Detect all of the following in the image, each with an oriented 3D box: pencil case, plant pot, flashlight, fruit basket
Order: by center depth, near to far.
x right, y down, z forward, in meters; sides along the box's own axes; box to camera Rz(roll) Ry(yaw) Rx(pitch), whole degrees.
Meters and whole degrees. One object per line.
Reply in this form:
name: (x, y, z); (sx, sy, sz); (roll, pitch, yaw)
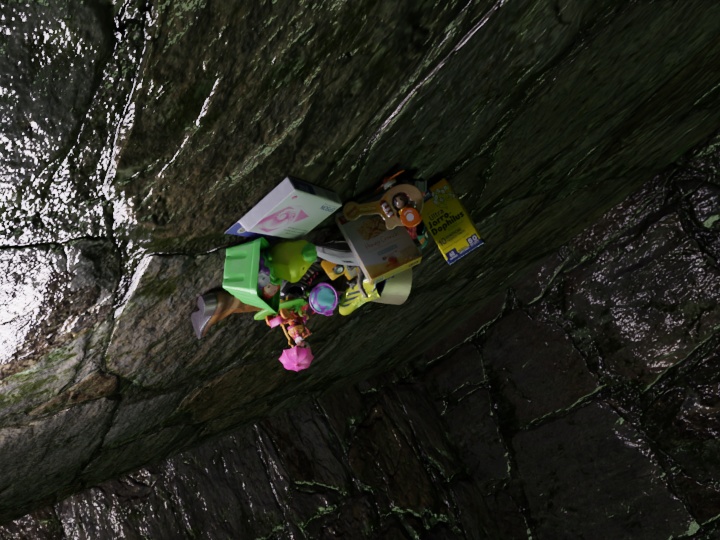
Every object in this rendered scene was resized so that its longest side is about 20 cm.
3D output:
fruit basket: (-0.198, 0.005, 1.404); (0.211, 0.159, 0.216); (3, 165, 1)
flashlight: (0.132, -0.127, 1.505); (0.067, 0.204, 0.068); (3, -166, 15)
pencil case: (-0.103, 0.083, 1.732); (0.083, 0.094, 0.200); (-14, 177, -2)
plant pot: (0.024, 0.011, 1.776); (0.196, 0.190, 0.188); (-3, 153, -25)

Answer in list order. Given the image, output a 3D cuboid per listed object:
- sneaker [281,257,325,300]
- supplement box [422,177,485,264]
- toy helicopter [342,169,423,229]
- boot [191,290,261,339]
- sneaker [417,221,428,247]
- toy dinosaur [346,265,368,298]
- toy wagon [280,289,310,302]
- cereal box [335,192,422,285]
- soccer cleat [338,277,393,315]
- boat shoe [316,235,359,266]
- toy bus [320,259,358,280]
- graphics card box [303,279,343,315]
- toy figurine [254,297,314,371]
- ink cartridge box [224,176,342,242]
sneaker: (-0.157, 0.029, 1.651); (0.197, 0.088, 0.074); (-17, 160, -34)
supplement box: (0.238, -0.129, 1.617); (0.108, 0.202, 0.109); (-32, 172, 14)
toy helicopter: (0.052, -0.163, 1.438); (0.196, 0.135, 0.079); (-7, -175, 11)
boot: (-0.343, 0.104, 1.609); (0.197, 0.069, 0.190); (-11, 143, -34)
sneaker: (0.171, -0.112, 1.802); (0.080, 0.072, 0.199); (-40, 164, 21)
toy dinosaur: (0.000, 0.000, 1.561); (0.087, 0.203, 0.047); (-26, 128, 38)
toy wagon: (-0.219, 0.087, 1.758); (0.152, 0.040, 0.200); (-21, 168, 2)
cereal box: (0.042, -0.080, 1.472); (0.142, 0.202, 0.040); (-24, 158, -14)
soccer cleat: (0.013, 0.060, 1.663); (0.201, 0.084, 0.064); (-49, 157, 19)
boat shoe: (-0.039, -0.054, 1.552); (0.197, 0.065, 0.071); (9, 163, 36)
toy bus: (-0.009, -0.044, 1.656); (0.199, 0.065, 0.079); (-37, 137, -6)
graphics card box: (-0.114, 0.081, 1.929); (0.197, 0.051, 0.126); (-22, 161, -23)
toy figurine: (-0.188, 0.190, 1.705); (0.148, 0.187, 0.199); (-25, 171, 22)
ink cartridge box: (-0.164, -0.115, 1.324); (0.199, 0.044, 0.195); (-38, 161, 21)
